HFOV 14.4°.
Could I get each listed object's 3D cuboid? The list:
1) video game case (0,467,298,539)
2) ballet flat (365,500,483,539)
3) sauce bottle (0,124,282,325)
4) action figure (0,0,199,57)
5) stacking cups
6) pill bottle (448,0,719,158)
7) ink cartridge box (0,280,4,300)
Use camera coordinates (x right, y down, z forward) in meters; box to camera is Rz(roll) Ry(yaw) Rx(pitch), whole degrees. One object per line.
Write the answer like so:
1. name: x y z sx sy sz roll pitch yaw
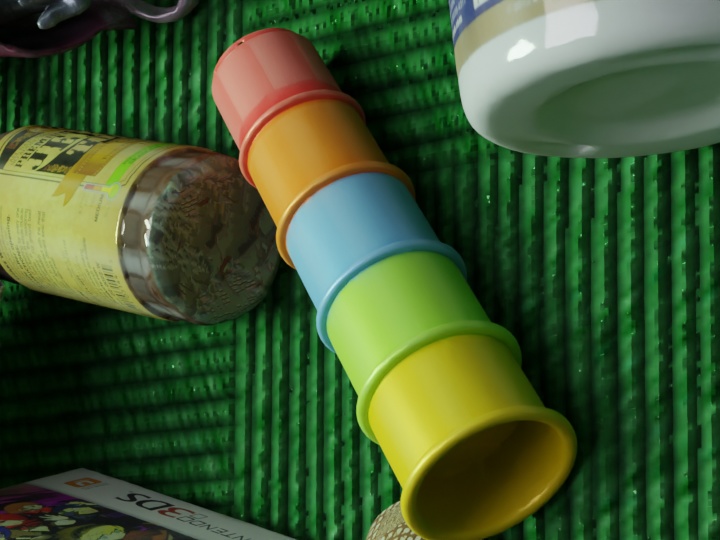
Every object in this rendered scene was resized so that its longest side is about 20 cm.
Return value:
1. video game case: -0.126 0.118 0.963 0.181 0.200 0.036 12 109 51
2. ballet flat: 0.029 0.154 0.876 0.071 0.065 0.200 -48 51 34
3. sauce bottle: -0.111 -0.022 1.069 0.200 0.065 0.065 10 93 49
4. action figure: -0.178 -0.115 1.109 0.200 0.149 0.134 -28 81 59
5. stacking cups: 0.000 0.000 0.940 0.061 0.060 0.200 -58 44 28
6. pill bottle: 0.073 -0.142 0.828 0.111 0.111 0.200 -22 68 47
7. ink cartridge box: -0.227 0.083 1.089 0.085 0.146 0.200 33 131 17
